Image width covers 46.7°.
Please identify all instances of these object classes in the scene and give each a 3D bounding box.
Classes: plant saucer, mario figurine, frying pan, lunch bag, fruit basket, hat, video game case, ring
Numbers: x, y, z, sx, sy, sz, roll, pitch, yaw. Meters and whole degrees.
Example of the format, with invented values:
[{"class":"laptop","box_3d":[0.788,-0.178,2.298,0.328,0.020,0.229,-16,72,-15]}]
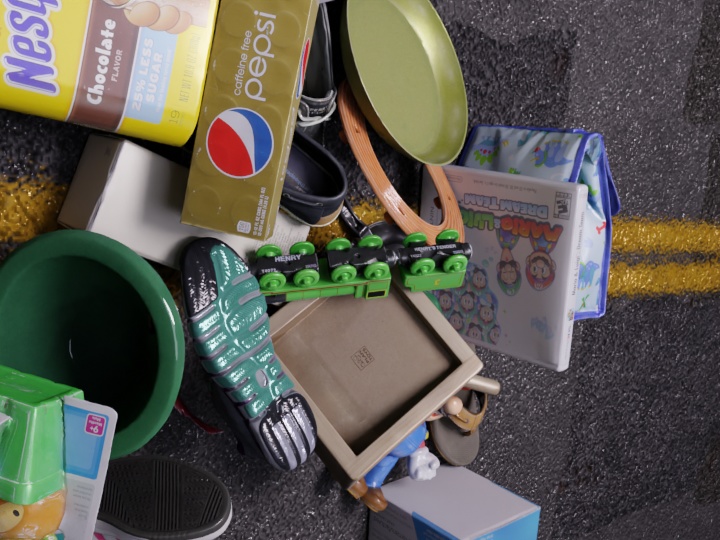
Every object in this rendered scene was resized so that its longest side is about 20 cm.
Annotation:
[{"class":"plant saucer","box_3d":[0.039,-0.195,0.806,0.199,0.031,0.204,26,57,-46]},{"class":"mario figurine","box_3d":[0.061,0.170,0.910,0.201,0.105,0.124,-54,175,-8]},{"class":"frying pan","box_3d":[0.019,-0.029,0.881,0.114,0.031,0.193,-26,121,-35]},{"class":"lunch bag","box_3d":[0.186,-0.057,0.924,0.126,0.169,0.204,-11,107,-39]},{"class":"fruit basket","box_3d":[-0.273,0.170,0.583,0.094,0.182,0.204,15,89,-78]},{"class":"hat","box_3d":[-0.200,0.055,0.700,0.176,0.163,0.204,-53,155,-77]},{"class":"video game case","box_3d":[0.138,-0.010,0.873,0.023,0.198,0.186,-9,107,-44]},{"class":"ring","box_3d":[0.038,-0.097,0.805,0.200,0.019,0.202,44,29,-32]}]

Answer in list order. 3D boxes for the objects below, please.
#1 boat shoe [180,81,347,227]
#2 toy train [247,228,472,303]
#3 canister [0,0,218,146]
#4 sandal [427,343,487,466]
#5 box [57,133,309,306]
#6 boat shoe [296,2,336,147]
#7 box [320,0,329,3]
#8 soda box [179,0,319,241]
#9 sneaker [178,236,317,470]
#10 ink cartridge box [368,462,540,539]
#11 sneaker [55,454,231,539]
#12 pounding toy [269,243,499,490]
[{"class":"boat shoe","box_3d":[-0.091,-0.111,0.696,0.199,0.062,0.075,36,68,-12]},{"class":"toy train","box_3d":[0.000,0.000,0.719,0.196,0.042,0.057,-6,144,-10]},{"class":"canister","box_3d":[-0.206,-0.175,0.571,0.197,0.086,0.151,9,95,-30]},{"class":"sandal","box_3d":[0.125,0.146,1.002,0.081,0.054,0.204,-11,108,-39]},{"class":"box","box_3d":[-0.143,-0.039,0.704,0.199,0.068,0.083,25,85,-42]},{"class":"boat shoe","box_3d":[-0.058,-0.153,0.747,0.071,0.070,0.204,-22,115,-35]},{"class":"box","box_3d":[-0.016,-0.320,0.719,0.198,0.041,0.158,-26,91,-33]},{"class":"soda box","box_3d":[-0.081,-0.129,0.626,0.066,0.064,0.204,12,95,-1]},{"class":"sneaker","box_3d":[-0.112,0.074,0.688,0.074,0.087,0.203,-29,101,-42]},{"class":"ink cartridge box","box_3d":[0.103,0.360,0.978,0.144,0.146,0.204,-6,105,-41]},{"class":"sneaker","box_3d":[-0.191,0.220,0.676,0.084,0.196,0.122,-81,167,-47]},{"class":"pounding toy","box_3d":[0.022,0.092,0.797,0.199,0.185,0.142,-38,169,-16]}]
